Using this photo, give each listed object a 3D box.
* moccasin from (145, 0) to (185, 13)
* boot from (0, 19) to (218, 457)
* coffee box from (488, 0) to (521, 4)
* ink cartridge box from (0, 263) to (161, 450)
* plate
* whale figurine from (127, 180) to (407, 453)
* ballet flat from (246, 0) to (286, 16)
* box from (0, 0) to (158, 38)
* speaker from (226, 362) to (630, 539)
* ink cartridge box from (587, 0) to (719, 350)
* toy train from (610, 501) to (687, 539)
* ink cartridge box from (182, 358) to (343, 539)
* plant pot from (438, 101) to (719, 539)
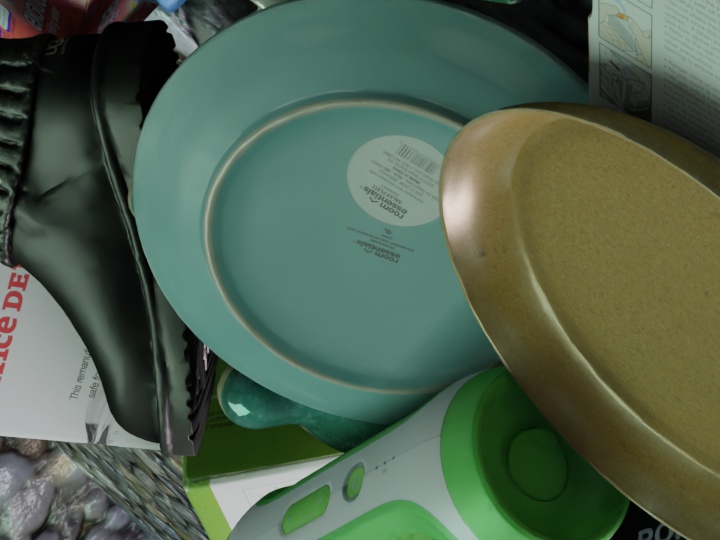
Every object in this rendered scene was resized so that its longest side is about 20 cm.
[{"bbox_3d":[-0.094,-0.172,0.997,0.068,0.081,0.200,25,-159,-31],"label":"moccasin"},{"bbox_3d":[-0.145,-0.015,1.166,0.157,0.079,0.212,-2,118,12],"label":"boot"},{"bbox_3d":[-0.020,-0.177,0.933,0.200,0.044,0.123,48,167,-22],"label":"coffee box"},{"bbox_3d":[-0.098,0.005,1.302,0.199,0.146,0.084,7,-147,-21],"label":"ink cartridge box"},{"bbox_3d":[0.009,-0.013,1.036,0.199,0.026,0.201,6,127,8],"label":"plate"},{"bbox_3d":[0.000,0.000,1.118,0.200,0.159,0.104,41,172,-37],"label":"whale figurine"},{"bbox_3d":[-0.025,-0.096,1.165,0.069,0.069,0.200,39,167,14],"label":"ballet flat"},{"bbox_3d":[-0.128,-0.160,1.189,0.103,0.095,0.200,42,167,1],"label":"box"},{"bbox_3d":[0.021,0.102,1.082,0.088,0.089,0.200,44,142,-9],"label":"speaker"},{"bbox_3d":[0.128,-0.048,0.882,0.109,0.050,0.200,35,150,29],"label":"ink cartridge box"},{"bbox_3d":[0.155,0.116,1.065,0.200,0.085,0.114,-26,134,39],"label":"toy train"},{"bbox_3d":[0.032,0.095,1.279,0.148,0.199,0.076,68,-167,-48],"label":"ink cartridge box"},{"bbox_3d":[0.108,0.020,0.919,0.200,0.027,0.200,38,154,23],"label":"plant pot"}]
